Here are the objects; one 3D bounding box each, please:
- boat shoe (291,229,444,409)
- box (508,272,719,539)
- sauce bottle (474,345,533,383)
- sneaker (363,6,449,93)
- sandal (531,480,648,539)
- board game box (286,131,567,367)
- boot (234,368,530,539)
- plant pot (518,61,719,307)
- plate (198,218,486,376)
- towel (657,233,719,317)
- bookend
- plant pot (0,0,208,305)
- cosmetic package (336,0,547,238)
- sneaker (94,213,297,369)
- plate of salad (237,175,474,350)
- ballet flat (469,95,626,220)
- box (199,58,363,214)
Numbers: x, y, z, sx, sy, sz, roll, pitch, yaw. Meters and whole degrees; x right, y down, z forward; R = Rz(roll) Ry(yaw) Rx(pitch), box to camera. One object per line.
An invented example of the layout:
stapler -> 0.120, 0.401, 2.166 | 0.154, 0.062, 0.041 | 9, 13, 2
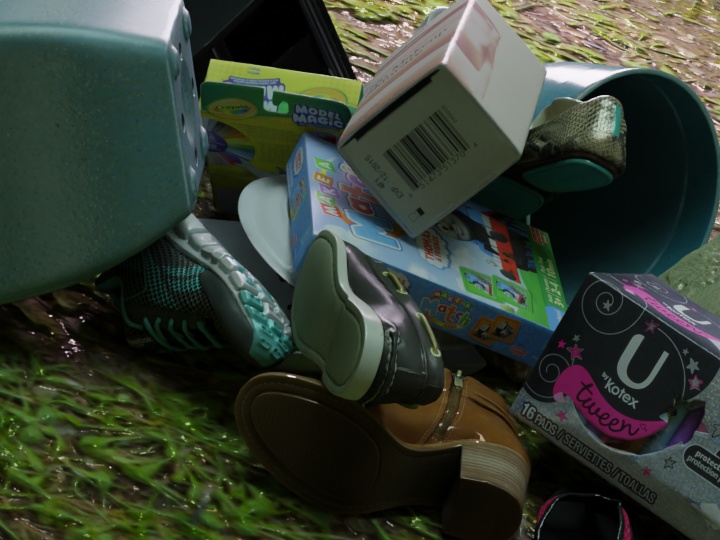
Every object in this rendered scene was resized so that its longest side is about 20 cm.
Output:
boat shoe -> 0.003, 0.033, 1.499 | 0.060, 0.072, 0.201 | 16, 17, -17
box -> 0.222, 0.098, 1.594 | 0.199, 0.115, 0.132 | 34, 13, 21
sauce bottle -> 0.076, 0.009, 1.803 | 0.066, 0.066, 0.200 | 0, 31, -39
sneaker -> 0.033, -0.102, 1.890 | 0.073, 0.116, 0.201 | 32, 46, -15
sandal -> 0.136, 0.170, 1.502 | 0.075, 0.045, 0.200 | 24, 23, 14
board game box -> 0.046, -0.013, 1.677 | 0.199, 0.037, 0.152 | 21, 26, -15
boot -> 0.017, 0.092, 1.546 | 0.198, 0.077, 0.156 | 17, 22, -6
plant pot -> 0.150, -0.075, 1.920 | 0.199, 0.202, 0.187 | 1, 12, -37
plate -> -0.038, 0.024, 1.721 | 0.198, 0.033, 0.200 | 4, 27, -31
towel -> 0.257, 0.040, 1.770 | 0.199, 0.037, 0.148 | -34, 38, -5
bookend -> -0.113, -0.140, 1.933 | 0.200, 0.199, 0.092 | -43, 52, -15
plant pot -> -0.205, -0.098, 1.566 | 0.198, 0.198, 0.196 | -6, 22, 5
cosmetic package -> 0.060, -0.113, 1.694 | 0.087, 0.103, 0.200 | 49, 19, -9
sneaker -> -0.111, 0.027, 1.593 | 0.078, 0.091, 0.200 | 47, -3, -34
plate of salad -> 0.000, 0.000, 1.704 | 0.199, 0.048, 0.201 | 24, 26, -13
ballet flat -> 0.124, -0.081, 1.745 | 0.068, 0.076, 0.199 | 27, -27, -27
box -> -0.056, -0.095, 1.782 | 0.116, 0.049, 0.200 | 9, -21, 4
